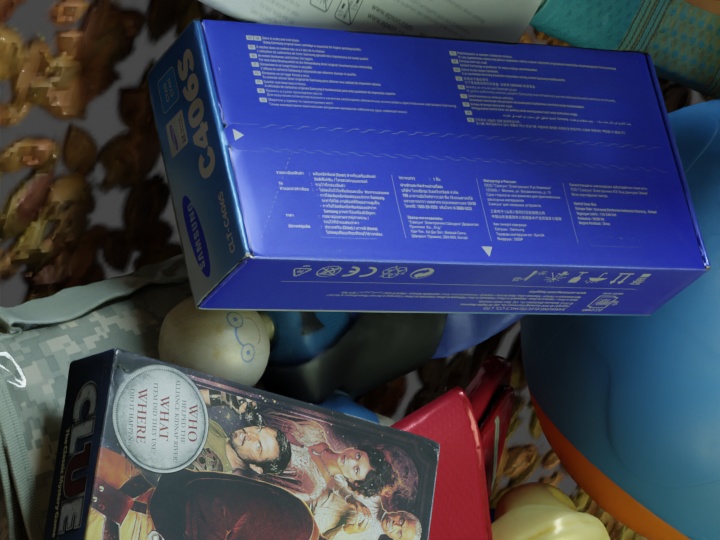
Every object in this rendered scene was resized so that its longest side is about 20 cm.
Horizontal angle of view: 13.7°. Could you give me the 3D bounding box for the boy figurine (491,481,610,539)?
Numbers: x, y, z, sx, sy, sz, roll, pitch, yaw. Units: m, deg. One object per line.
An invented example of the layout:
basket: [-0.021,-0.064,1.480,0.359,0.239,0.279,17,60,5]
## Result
boy figurine: [0.089,0.146,1.266,0.064,0.125,0.200,-28,162,3]

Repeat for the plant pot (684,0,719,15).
plant pot: [0.155,-0.181,1.057,0.200,0.200,0.140,-37,159,-23]

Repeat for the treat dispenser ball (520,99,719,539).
treat dispenser ball: [0.169,0.026,1.279,0.201,0.201,0.201,-30,138,-31]

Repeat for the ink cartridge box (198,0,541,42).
ink cartridge box: [0.027,-0.166,1.096,0.199,0.041,0.200,24,98,-55]

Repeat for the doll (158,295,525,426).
doll: [0.000,0.000,1.108,0.200,0.048,0.137,-25,101,-41]

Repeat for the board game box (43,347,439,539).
board game box: [-0.047,0.140,1.007,0.135,0.035,0.201,17,71,-30]

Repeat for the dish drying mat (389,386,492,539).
dish drying mat: [-0.034,0.116,1.077,0.200,0.018,0.077,-28,130,-29]

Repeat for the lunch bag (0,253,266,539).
lunch bag: [-0.092,0.093,1.111,0.164,0.117,0.200,-18,125,-43]

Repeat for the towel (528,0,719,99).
towel: [0.147,-0.151,1.267,0.200,0.022,0.147,14,108,-54]

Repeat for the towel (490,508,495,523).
towel: [-0.012,0.193,1.340,0.200,0.050,0.148,-12,126,-44]

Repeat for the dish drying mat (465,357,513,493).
dish drying mat: [0.034,0.098,1.241,0.200,0.018,0.077,-48,153,-70]

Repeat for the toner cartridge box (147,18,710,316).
toner cartridge box: [0.026,-0.035,1.083,0.200,0.095,0.043,2,152,-32]
